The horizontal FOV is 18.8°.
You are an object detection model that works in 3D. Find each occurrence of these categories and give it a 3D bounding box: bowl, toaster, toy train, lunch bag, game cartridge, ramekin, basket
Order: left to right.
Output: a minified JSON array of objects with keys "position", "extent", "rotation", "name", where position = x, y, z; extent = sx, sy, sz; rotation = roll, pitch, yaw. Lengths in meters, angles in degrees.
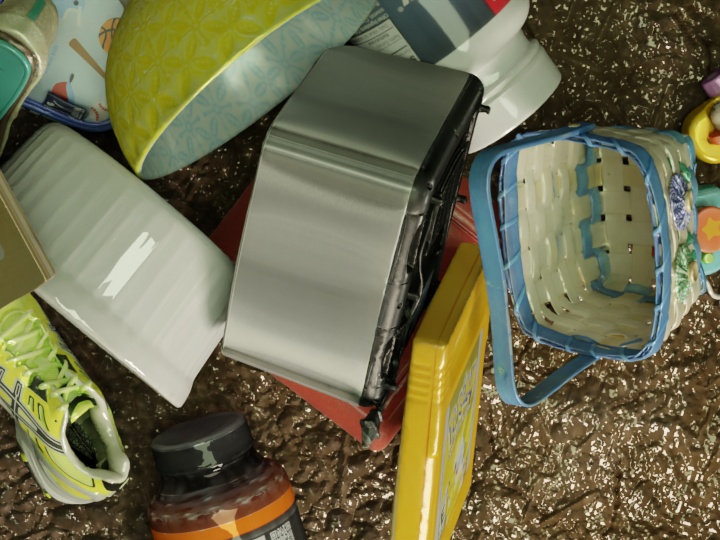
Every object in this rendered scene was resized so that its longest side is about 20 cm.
[{"position":[-0.203,-0.198,1.478],"extent":[0.159,0.076,0.201],"rotation":[24,93,-10],"name":"lunch bag"},{"position":[-0.168,-0.008,1.454],"extent":[0.200,0.200,0.098],"rotation":[41,83,-13],"name":"ramekin"},{"position":[-0.096,-0.162,1.401],"extent":[0.200,0.200,0.108],"rotation":[-37,84,-2],"name":"bowl"},{"position":[-0.003,-0.025,1.417],"extent":[0.118,0.200,0.182],"rotation":[17,121,7],"name":"toaster"},{"position":[0.057,0.099,1.491],"extent":[0.032,0.176,0.201],"rotation":[12,117,10],"name":"game cartridge"},{"position":[0.149,-0.020,1.498],"extent":[0.199,0.138,0.178],"rotation":[-24,114,-40],"name":"basket"},{"position":[0.297,-0.064,1.589],"extent":[0.149,0.056,0.201],"rotation":[28,93,-12],"name":"toy train"}]

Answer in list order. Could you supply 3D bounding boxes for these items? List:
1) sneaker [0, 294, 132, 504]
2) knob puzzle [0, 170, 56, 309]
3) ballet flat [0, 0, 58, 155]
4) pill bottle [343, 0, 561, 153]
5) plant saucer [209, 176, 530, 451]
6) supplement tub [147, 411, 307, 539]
[{"position":[-0.218,0.071,1.504],"extent":[0.075,0.076,0.201],"rotation":[-45,113,-34],"name":"sneaker"},{"position":[-0.285,-0.047,1.372],"extent":[0.030,0.219,0.221],"rotation":[-35,107,-45],"name":"knob puzzle"},{"position":[-0.249,-0.111,1.423],"extent":[0.067,0.063,0.200],"rotation":[36,136,-15],"name":"ballet flat"},{"position":[0.046,-0.186,1.496],"extent":[0.119,0.120,0.200],"rotation":[-39,103,-2],"name":"pill bottle"},{"position":[0.000,0.000,1.561],"extent":[0.200,0.037,0.200],"rotation":[38,91,-12],"name":"plant saucer"},{"position":[-0.087,0.205,1.543],"extent":[0.106,0.107,0.202],"rotation":[-17,100,-6],"name":"supplement tub"}]
